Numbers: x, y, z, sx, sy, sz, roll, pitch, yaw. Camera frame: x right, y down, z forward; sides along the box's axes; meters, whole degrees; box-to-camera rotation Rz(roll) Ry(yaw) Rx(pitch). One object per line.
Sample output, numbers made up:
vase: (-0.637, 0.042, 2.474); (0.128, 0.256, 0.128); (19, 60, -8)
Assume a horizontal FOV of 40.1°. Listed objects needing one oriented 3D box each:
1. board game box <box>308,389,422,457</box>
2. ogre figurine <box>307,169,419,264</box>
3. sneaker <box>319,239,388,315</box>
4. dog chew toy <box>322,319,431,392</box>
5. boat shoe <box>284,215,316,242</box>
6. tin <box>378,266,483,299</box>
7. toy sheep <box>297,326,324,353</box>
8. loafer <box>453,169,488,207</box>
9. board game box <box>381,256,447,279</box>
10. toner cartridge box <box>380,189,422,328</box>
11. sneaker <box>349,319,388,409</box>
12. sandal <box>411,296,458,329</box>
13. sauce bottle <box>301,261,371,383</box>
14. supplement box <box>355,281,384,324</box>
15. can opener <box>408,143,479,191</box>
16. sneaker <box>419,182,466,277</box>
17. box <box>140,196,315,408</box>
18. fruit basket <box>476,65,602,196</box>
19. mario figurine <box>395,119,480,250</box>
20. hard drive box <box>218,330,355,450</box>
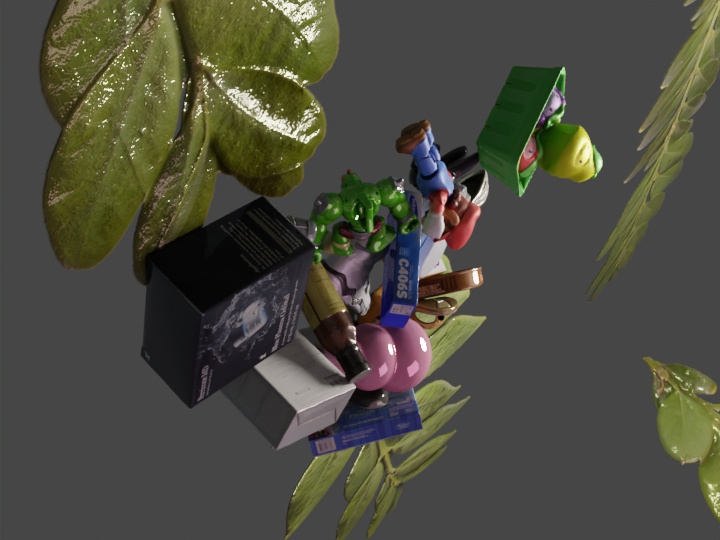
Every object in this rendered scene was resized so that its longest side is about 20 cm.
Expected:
board game box: (-0.002, 0.232, 1.758); (0.196, 0.200, 0.044); (-14, 118, -1)
ogre figurine: (-0.001, -0.080, 1.471); (0.195, 0.100, 0.121); (0, 139, -5)
sneaker: (0.000, 0.000, 1.640); (0.115, 0.075, 0.200); (-48, 156, 0)
dog chew toy: (0.022, 0.140, 1.619); (0.197, 0.125, 0.126); (-2, 131, -37)
boat shoe: (-0.103, 0.004, 1.434); (0.060, 0.074, 0.203); (-6, 135, -18)
tin: (0.132, 0.029, 1.837); (0.196, 0.043, 0.112); (-12, -176, 10)
toy sheep: (-0.078, 0.160, 1.683); (0.137, 0.136, 0.204); (-16, 126, -54)
loafer: (0.167, -0.123, 1.792); (0.200, 0.069, 0.071); (-41, 152, -40)
board game box: (0.095, -0.032, 1.756); (0.030, 0.097, 0.199); (-21, 175, 29)
toner cartridge box: (0.067, -0.019, 1.604); (0.095, 0.042, 0.204); (117, -20, -62)
sneaker: (-0.002, 0.165, 1.734); (0.074, 0.201, 0.081); (-8, 122, -14)
sandal: (0.117, 0.080, 1.800); (0.079, 0.055, 0.199); (-10, 180, -26)
sauce bottle: (-0.048, 0.075, 1.491); (0.065, 0.203, 0.066); (-26, 164, -8)
supplement box: (0.036, 0.086, 1.795); (0.069, 0.066, 0.201); (-46, 174, -31)
can opener: (0.147, -0.175, 1.666); (0.198, 0.063, 0.080); (-21, 144, -51)
sneaker: (0.118, -0.074, 1.695); (0.074, 0.070, 0.202); (86, 27, -52)
box: (-0.178, 0.042, 1.308); (0.199, 0.117, 0.199); (-32, 152, -36)
fruit basket: (0.321, -0.227, 1.695); (0.216, 0.215, 0.156); (-47, 158, -7)
mario figurine: (0.104, -0.119, 1.522); (0.123, 0.203, 0.105); (-37, -161, -30)
hard drive box: (-0.129, 0.152, 1.463); (0.155, 0.200, 0.078); (-12, 139, -56)
